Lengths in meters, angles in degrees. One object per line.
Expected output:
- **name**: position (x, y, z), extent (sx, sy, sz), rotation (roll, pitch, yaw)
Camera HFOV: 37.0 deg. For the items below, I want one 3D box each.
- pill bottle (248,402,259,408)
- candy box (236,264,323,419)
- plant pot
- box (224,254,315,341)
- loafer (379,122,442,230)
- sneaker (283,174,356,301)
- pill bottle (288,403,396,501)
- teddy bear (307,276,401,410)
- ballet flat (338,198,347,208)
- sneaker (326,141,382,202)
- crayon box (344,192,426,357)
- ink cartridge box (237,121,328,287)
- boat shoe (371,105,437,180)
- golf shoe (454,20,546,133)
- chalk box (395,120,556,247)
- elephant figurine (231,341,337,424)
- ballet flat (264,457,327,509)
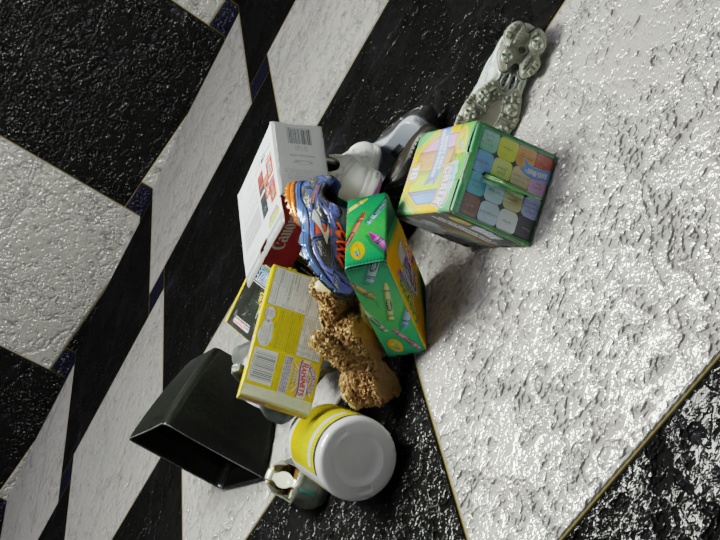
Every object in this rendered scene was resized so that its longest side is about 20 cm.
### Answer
- **pill bottle**: position (-0.133, 0.132, 1.811), extent (0.201, 0.104, 0.104), rotation (-66, 23, 6)
- **candy box**: position (-0.098, 0.096, 1.480), extent (0.026, 0.102, 0.201), rotation (133, 154, -58)
- **plant pot**: position (-0.257, 0.252, 1.894), extent (0.200, 0.199, 0.178), rotation (-28, 34, 58)
- **box**: position (-0.114, 0.061, 1.714), extent (0.200, 0.049, 0.160), rotation (34, 99, 41)
- **loafer**: position (0.077, -0.139, 1.639), extent (0.200, 0.073, 0.071), rotation (-55, 13, 26)
- **sneaker**: position (-0.041, -0.050, 1.432), extent (0.078, 0.075, 0.201), rotation (-27, 63, 12)
- **pill bottle**: position (-0.035, 0.242, 1.476), extent (0.200, 0.111, 0.112), rotation (2, 72, 70)
- **teddy bear**: position (-0.014, 0.094, 1.485), extent (0.067, 0.201, 0.145), rotation (-21, 12, 35)
- **ballet flat**: position (-0.032, -0.048, 1.704), extent (0.068, 0.068, 0.201), rotation (-32, 67, 45)
- **sneaker**: position (-0.018, -0.162, 1.659), extent (0.200, 0.099, 0.075), rotation (-95, 27, -67)
- **crayon box**: position (0.036, 0.009, 1.435), extent (0.058, 0.200, 0.119), rotation (-10, 49, 14)
- **ink cartridge box**: position (-0.116, -0.092, 1.618), extent (0.200, 0.083, 0.176), rotation (125, 142, -54)
- **boat shoe**: position (0.062, -0.208, 1.734), extent (0.066, 0.070, 0.200), rotation (-55, 6, -32)
- **golf shoe**: position (0.190, -0.245, 1.488), extent (0.201, 0.078, 0.097), rotation (-60, 6, 7)
- **chalk box**: position (0.153, -0.107, 1.353), extent (0.200, 0.124, 0.124), rotation (0, 70, 65)
- **elephant figurine**: position (-0.080, 0.115, 1.558), extent (0.199, 0.142, 0.155), rotation (-32, 24, -3)
- **ballet flat**: position (-0.112, 0.319, 1.651), extent (0.200, 0.063, 0.068), rotation (-3, 67, 66)
